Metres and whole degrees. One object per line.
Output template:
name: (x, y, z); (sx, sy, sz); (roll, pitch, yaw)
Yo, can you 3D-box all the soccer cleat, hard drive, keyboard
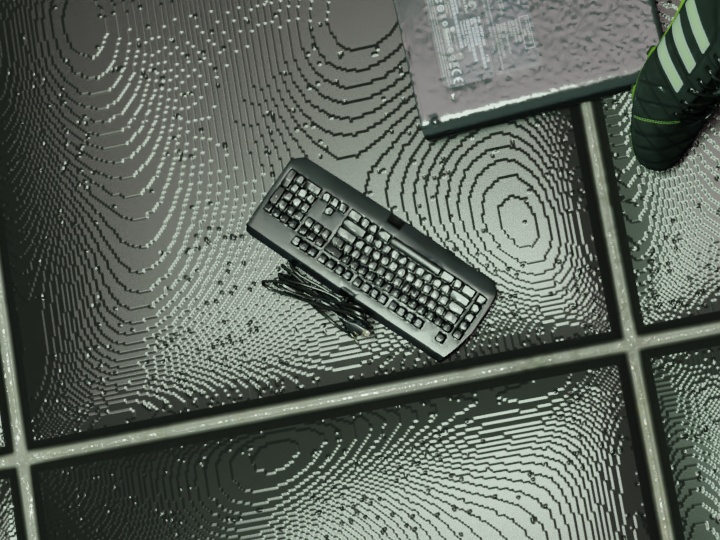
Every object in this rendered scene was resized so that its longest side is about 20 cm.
soccer cleat: (0.256, -0.155, 1.356); (0.081, 0.067, 0.201); (47, 128, 44)
hard drive: (0.131, -0.194, 1.438); (0.198, 0.033, 0.141); (-13, 81, 8)
keyboard: (0.000, 0.000, 1.435); (0.199, 0.040, 0.105); (33, 89, 13)
